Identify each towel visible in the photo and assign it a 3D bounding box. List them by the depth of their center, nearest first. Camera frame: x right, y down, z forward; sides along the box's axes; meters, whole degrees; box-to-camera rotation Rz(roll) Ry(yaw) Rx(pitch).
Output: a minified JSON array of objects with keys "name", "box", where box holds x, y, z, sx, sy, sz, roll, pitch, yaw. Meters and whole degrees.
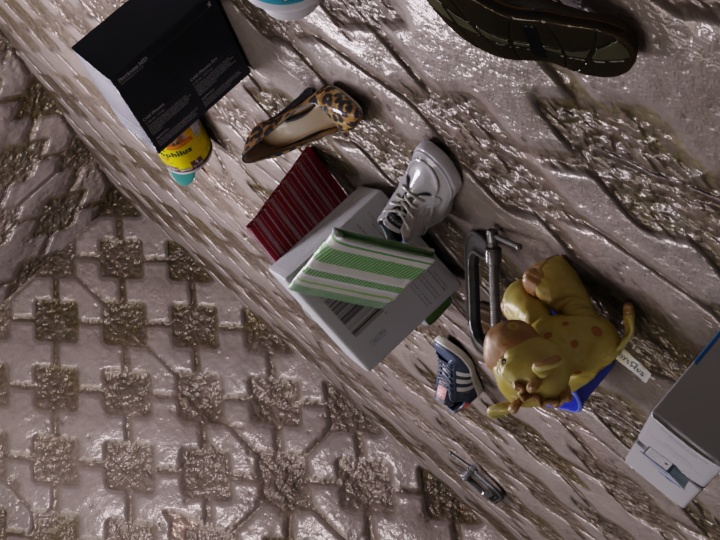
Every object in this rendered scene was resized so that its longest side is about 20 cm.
[{"name":"towel","box":[0.000,0.000,1.491,0.152,0.023,0.200,11,156,-16]},{"name":"towel","box":[-0.092,-0.085,1.740,0.022,0.200,0.145,-7,130,45]}]

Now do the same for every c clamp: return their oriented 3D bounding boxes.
[{"name":"c clamp","box":[0.165,0.032,1.432,0.171,0.027,0.200,-129,33,-63]},{"name":"c clamp","box":[0.295,0.529,2.783,0.171,0.027,0.200,37,164,15]}]

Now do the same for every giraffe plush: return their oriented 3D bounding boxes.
[{"name":"giraffe plush","box":[0.209,0.099,1.264,0.200,0.162,0.173,30,130,38]}]

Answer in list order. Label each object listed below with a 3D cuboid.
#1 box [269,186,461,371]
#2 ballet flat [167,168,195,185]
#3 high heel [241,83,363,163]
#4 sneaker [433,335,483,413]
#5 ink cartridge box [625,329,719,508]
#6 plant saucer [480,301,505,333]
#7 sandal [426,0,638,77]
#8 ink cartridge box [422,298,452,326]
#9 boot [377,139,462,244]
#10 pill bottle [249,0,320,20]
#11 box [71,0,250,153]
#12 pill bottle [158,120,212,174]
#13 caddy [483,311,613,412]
[{"name":"box","box":[0.005,0.009,1.657,0.199,0.200,0.131,48,173,-16]},{"name":"ballet flat","box":[-0.433,-0.282,2.528,0.071,0.069,0.200,59,173,35]},{"name":"high heel","box":[-0.079,-0.183,1.473,0.071,0.143,0.200,52,166,-26]},{"name":"sneaker","box":[0.167,0.201,2.033,0.075,0.085,0.200,34,163,42]},{"name":"ink cartridge box","box":[0.351,0.142,1.094,0.086,0.146,0.200,39,167,20]},{"name":"plant saucer","box":[0.240,0.129,1.697,0.200,0.029,0.200,44,168,11]},{"name":"sandal","box":[0.138,-0.213,0.895,0.200,0.055,0.082,20,162,31]},{"name":"ink cartridge box","box":[0.053,-0.004,1.808,0.200,0.059,0.104,50,167,-19]},{"name":"boot","box":[0.071,-0.086,1.401,0.074,0.096,0.200,42,167,17]},{"name":"pill bottle","box":[-0.080,-0.331,1.081,0.111,0.111,0.200,42,168,16]},{"name":"box","box":[-0.290,-0.312,1.623,0.104,0.200,0.182,39,166,29]},{"name":"pill bottle","box":[-0.377,-0.288,2.193,0.109,0.109,0.200,39,166,29]},{"name":"caddy","box":[0.244,0.122,1.476,0.141,0.105,0.200,47,167,-10]}]
